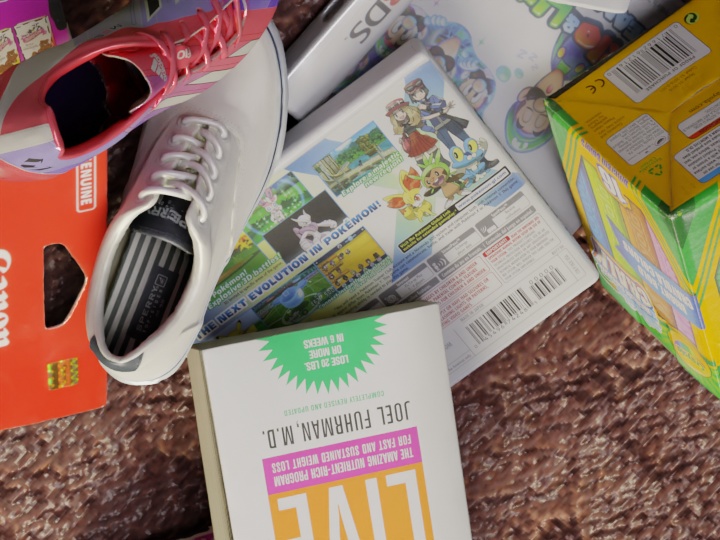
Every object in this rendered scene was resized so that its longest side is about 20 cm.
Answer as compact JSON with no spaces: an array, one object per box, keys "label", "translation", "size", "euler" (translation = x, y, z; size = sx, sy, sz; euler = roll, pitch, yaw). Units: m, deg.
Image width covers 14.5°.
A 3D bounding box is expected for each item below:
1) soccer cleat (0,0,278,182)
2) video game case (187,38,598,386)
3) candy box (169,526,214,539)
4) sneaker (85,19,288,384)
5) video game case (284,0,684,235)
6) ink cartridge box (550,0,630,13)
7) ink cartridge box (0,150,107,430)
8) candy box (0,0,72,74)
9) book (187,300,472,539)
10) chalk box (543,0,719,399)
[{"label":"soccer cleat","translation":[-0.098,-0.101,1.326],"size":[0.200,0.076,0.067],"euler":[-35,111,-34]},{"label":"video game case","translation":[0.000,0.000,1.492],"size":[0.200,0.022,0.182],"euler":[-36,123,7]},{"label":"candy box","translation":[-0.046,0.204,1.551],"size":[0.199,0.061,0.137],"euler":[-16,117,-16]},{"label":"sneaker","translation":[-0.083,-0.038,1.400],"size":[0.073,0.071,0.201],"euler":[15,89,1]},{"label":"video game case","translation":[0.075,-0.107,1.490],"size":[0.182,0.024,0.200],"euler":[-48,122,4]},{"label":"ink cartridge box","translation":[0.102,-0.228,1.358],"size":[0.200,0.043,0.197],"euler":[-4,111,-63]},{"label":"ink cartridge box","translation":[-0.202,0.032,1.393],"size":[0.173,0.044,0.200],"euler":[-12,136,-17]},{"label":"candy box","translation":[-0.220,-0.148,1.327],"size":[0.136,0.061,0.201],"euler":[-21,120,-12]},{"label":"book","translation":[-0.010,0.126,1.478],"size":[0.133,0.048,0.201],"euler":[-11,96,-17]},{"label":"chalk box","translation":[0.198,-0.026,1.502],"size":[0.124,0.124,0.200],"euler":[-34,136,-10]}]
